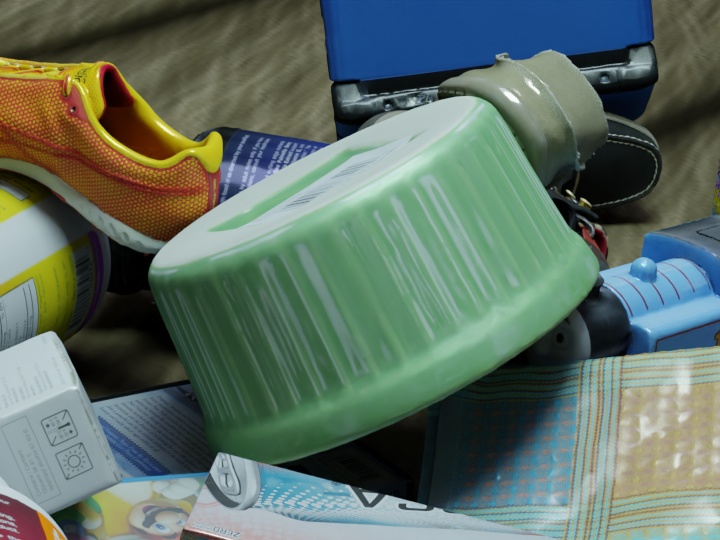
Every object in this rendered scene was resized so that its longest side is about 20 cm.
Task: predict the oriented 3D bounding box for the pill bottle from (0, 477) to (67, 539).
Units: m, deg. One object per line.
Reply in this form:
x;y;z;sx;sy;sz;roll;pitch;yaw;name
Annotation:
-0.149;0.145;0.990;0.113;0.113;0.200;-1;23;-17;pill bottle

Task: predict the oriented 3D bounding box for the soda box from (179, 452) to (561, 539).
0.026;0.137;1.072;0.200;0.064;0.068;15;25;4;soda box

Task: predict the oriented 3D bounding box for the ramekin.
0.000;0.000;1.241;0.200;0.098;0.200;-26;10;5;ramekin

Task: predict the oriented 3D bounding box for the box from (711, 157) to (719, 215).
0.335;-0.094;1.614;0.200;0.193;0.122;-1;22;-16;box

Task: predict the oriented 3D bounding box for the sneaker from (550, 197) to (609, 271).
0.110;0.004;1.419;0.077;0.082;0.200;11;5;15;sneaker

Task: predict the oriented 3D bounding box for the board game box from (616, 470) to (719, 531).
0.207;0.109;1.246;0.200;0.064;0.148;-14;30;-41;board game box

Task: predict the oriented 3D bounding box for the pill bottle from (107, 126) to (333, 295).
-0.040;-0.015;1.425;0.200;0.112;0.112;10;22;9;pill bottle

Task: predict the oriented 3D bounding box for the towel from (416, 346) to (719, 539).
0.119;0.089;1.176;0.200;0.022;0.147;-7;43;17;towel

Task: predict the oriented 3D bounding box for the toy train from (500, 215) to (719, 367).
0.142;0.043;1.323;0.200;0.114;0.087;-14;28;-41;toy train

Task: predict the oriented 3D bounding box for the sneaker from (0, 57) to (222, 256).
-0.153;-0.080;1.333;0.200;0.077;0.073;23;27;13;sneaker

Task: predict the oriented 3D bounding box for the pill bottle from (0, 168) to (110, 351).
-0.210;0.017;1.310;0.104;0.104;0.200;14;22;19;pill bottle

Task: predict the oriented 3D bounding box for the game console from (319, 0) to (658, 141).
0.077;-0.152;1.665;0.200;0.118;0.171;-6;-10;0;game console

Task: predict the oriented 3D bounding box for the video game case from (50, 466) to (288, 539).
-0.062;0.144;1.118;0.143;0.018;0.200;-2;29;-23;video game case

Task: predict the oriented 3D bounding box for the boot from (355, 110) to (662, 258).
0.107;-0.040;1.583;0.200;0.073;0.151;4;25;-22;boot

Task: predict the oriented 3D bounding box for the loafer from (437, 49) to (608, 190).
0.086;-0.078;1.354;0.068;0.076;0.200;-38;-2;-1;loafer

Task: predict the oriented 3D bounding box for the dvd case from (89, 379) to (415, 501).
-0.095;0.094;1.262;0.200;0.018;0.143;-10;26;-34;dvd case

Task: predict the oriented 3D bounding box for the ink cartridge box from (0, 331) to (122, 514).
-0.205;0.097;1.130;0.200;0.050;0.109;-25;14;-6;ink cartridge box
